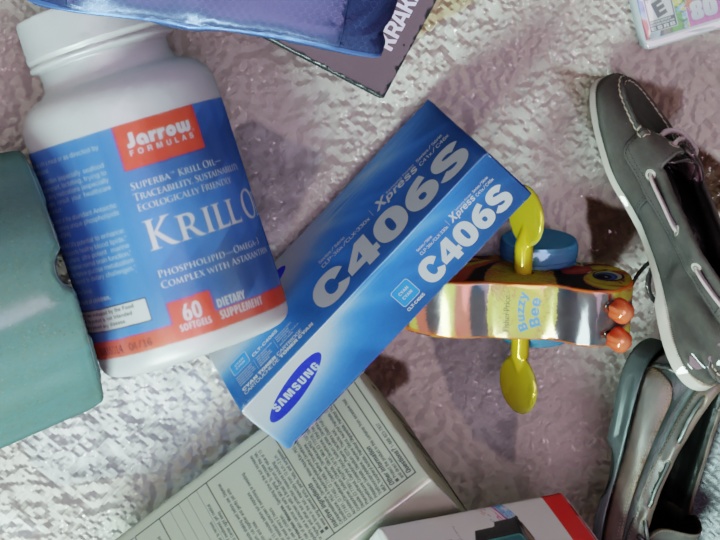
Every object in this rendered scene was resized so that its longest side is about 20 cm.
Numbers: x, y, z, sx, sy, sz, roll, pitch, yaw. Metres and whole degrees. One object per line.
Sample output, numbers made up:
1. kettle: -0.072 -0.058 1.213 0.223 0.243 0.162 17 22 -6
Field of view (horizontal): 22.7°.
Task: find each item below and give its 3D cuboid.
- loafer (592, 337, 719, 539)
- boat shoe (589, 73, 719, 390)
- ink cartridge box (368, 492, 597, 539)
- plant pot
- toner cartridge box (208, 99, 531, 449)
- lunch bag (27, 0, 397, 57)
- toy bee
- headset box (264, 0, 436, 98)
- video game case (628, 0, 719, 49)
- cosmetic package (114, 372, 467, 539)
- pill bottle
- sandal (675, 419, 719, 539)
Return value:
1. loafer: 0.183 0.143 1.102 0.063 0.072 0.200 16 113 31
2. boat shoe: 0.189 -0.031 1.034 0.057 0.067 0.200 -28 67 35
3. ink cartridge box: 0.068 0.197 1.054 0.200 0.067 0.116 -2 137 -45
4. plant pot: -0.253 0.032 0.967 0.196 0.200 0.201 -19 107 -12
5. toner cartridge box: 0.000 0.000 1.036 0.200 0.095 0.043 -47 119 4
6. lunch bag: -0.058 -0.183 0.863 0.200 0.136 0.133 7 102 -10
7. toy bee: 0.116 0.011 1.052 0.200 0.109 0.131 -22 108 -1
8. headset box: -0.040 -0.219 0.977 0.200 0.093 0.174 27 98 -14
9. video game case: 0.209 -0.245 1.048 0.143 0.018 0.200 -17 106 -4
10. cosmetic package: -0.046 0.161 1.057 0.200 0.103 0.087 -36 145 2
11. pill bottle: -0.120 -0.051 0.990 0.112 0.112 0.200 -19 96 -4
12. sandal: 0.236 0.122 1.133 0.076 0.043 0.200 2 107 29
